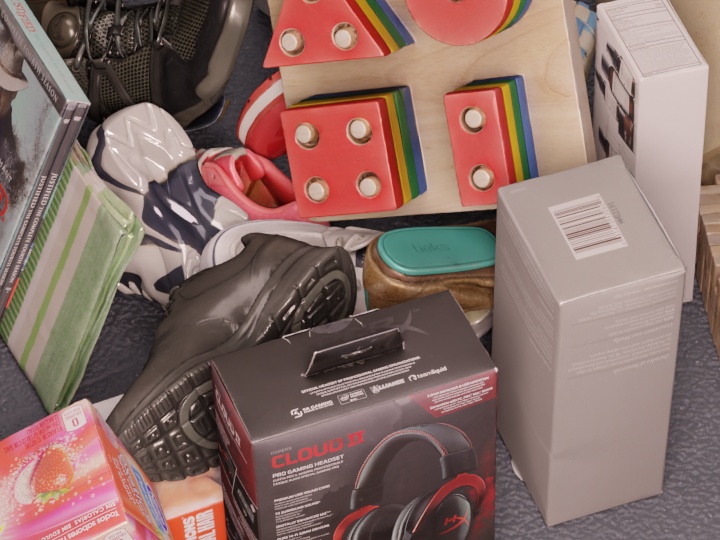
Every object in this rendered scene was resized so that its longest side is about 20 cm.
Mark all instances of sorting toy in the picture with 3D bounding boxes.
[{"bbox_3d":[0.030,-0.128,1.533,0.199,0.200,0.070,-3,14,27],"label":"sorting toy"}]

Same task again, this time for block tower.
[{"bbox_3d":[0.255,0.022,1.615,0.054,0.058,0.200,-4,41,-2],"label":"block tower"}]

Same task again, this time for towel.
[{"bbox_3d":[-0.209,-0.026,1.626,0.023,0.153,0.200,4,34,-37],"label":"towel"}]

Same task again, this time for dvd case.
[{"bbox_3d":[-0.243,-0.068,1.635,0.022,0.201,0.146,6,34,-36],"label":"dvd case"}]

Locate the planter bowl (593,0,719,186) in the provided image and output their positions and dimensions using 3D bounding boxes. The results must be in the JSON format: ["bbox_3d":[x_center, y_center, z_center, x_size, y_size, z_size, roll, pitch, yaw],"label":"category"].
[{"bbox_3d":[0.266,-0.131,1.698,0.199,0.200,0.135,-5,69,-3],"label":"planter bowl"}]

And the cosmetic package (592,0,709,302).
[{"bbox_3d":[0.183,-0.073,1.612,0.050,0.201,0.083,-11,43,-8],"label":"cosmetic package"}]

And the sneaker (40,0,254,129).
[{"bbox_3d":[-0.143,-0.147,1.617,0.114,0.199,0.077,22,64,-20],"label":"sneaker"}]

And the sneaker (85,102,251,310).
[{"bbox_3d":[-0.128,0.000,1.644,0.079,0.130,0.199,-39,92,-34],"label":"sneaker"}]

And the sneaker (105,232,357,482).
[{"bbox_3d":[-0.091,0.050,1.496,0.091,0.076,0.200,22,50,36],"label":"sneaker"}]

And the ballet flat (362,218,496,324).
[{"bbox_3d":[0.089,0.004,1.550,0.199,0.073,0.068,-9,49,-26],"label":"ballet flat"}]

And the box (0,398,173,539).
[{"bbox_3d":[-0.208,0.174,1.389,0.199,0.103,0.095,-27,49,2],"label":"box"}]

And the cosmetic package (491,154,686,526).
[{"bbox_3d":[0.132,0.045,1.488,0.090,0.201,0.107,-16,48,-11],"label":"cosmetic package"}]

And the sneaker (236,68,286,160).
[{"bbox_3d":[0.006,-0.095,1.627,0.078,0.200,0.116,-21,78,-46],"label":"sneaker"}]

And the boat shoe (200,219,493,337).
[{"bbox_3d":[0.000,0.000,1.589,0.199,0.065,0.074,7,68,-19],"label":"boat shoe"}]

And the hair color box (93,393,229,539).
[{"bbox_3d":[-0.073,0.113,1.523,0.199,0.064,0.111,-19,46,-16],"label":"hair color box"}]

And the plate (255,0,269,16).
[{"bbox_3d":[0.028,-0.206,1.819,0.199,0.032,0.200,-7,1,-7],"label":"plate"}]

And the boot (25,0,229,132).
[{"bbox_3d":[-0.179,-0.142,1.730,0.097,0.075,0.200,24,11,34],"label":"boot"}]

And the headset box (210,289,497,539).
[{"bbox_3d":[-0.002,0.108,1.423,0.148,0.201,0.075,-15,44,-15],"label":"headset box"}]

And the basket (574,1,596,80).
[{"bbox_3d":[0.054,-0.142,1.712,0.199,0.177,0.139,22,49,10],"label":"basket"}]

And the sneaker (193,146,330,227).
[{"bbox_3d":[-0.092,-0.058,1.691,0.200,0.087,0.074,27,50,29],"label":"sneaker"}]
